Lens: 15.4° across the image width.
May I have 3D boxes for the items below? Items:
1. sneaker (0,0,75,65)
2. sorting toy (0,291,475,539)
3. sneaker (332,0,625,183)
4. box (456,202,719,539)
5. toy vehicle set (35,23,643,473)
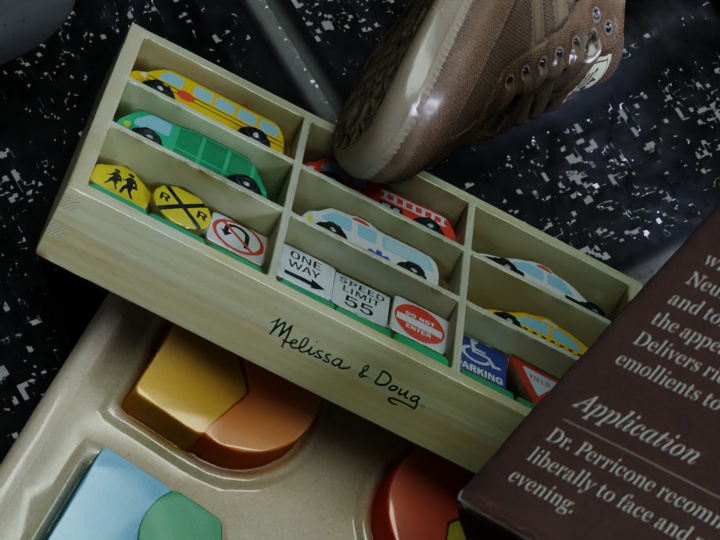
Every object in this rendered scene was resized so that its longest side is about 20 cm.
[{"bbox_3d":[-0.160,-0.030,0.806,0.199,0.074,0.089,-31,78,-24],"label":"sneaker"},{"bbox_3d":[-0.019,0.087,0.824,0.184,0.036,0.201,33,54,-5],"label":"sorting toy"},{"bbox_3d":[0.057,-0.085,0.921,0.075,0.070,0.200,36,44,-6],"label":"sneaker"},{"bbox_3d":[0.167,0.077,0.774,0.200,0.165,0.165,-45,46,-19],"label":"box"},{"bbox_3d":[0.000,0.000,0.854,0.199,0.027,0.125,27,27,-10],"label":"toy vehicle set"}]
